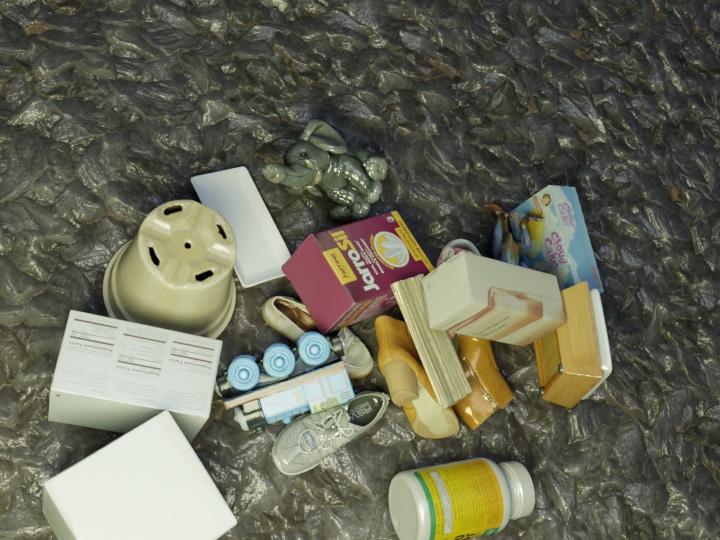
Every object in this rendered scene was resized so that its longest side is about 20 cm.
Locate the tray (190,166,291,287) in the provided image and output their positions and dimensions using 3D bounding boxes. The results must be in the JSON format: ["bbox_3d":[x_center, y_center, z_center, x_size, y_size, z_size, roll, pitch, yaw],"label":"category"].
[{"bbox_3d":[-0.188,-0.069,1.367,0.107,0.022,0.201,-18,74,-40],"label":"tray"}]

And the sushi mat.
[{"bbox_3d":[0.108,0.104,1.280,0.096,0.012,0.201,-17,84,-57],"label":"sushi mat"}]

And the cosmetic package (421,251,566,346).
[{"bbox_3d":[0.204,0.047,1.306,0.199,0.103,0.088,12,58,-33],"label":"cosmetic package"}]

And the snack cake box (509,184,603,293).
[{"bbox_3d":[0.340,-0.034,1.505,0.067,0.115,0.201,3,66,-30],"label":"snack cake box"}]

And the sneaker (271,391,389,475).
[{"bbox_3d":[-0.043,0.227,1.265,0.200,0.082,0.075,-30,81,-29],"label":"sneaker"}]

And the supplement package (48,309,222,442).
[{"bbox_3d":[-0.305,0.149,1.156,0.199,0.156,0.111,14,62,-15],"label":"supplement package"}]

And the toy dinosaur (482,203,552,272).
[{"bbox_3d":[0.269,-0.008,1.498,0.104,0.200,0.182,7,103,-7],"label":"toy dinosaur"}]

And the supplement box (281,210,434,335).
[{"bbox_3d":[0.000,0.000,1.338,0.200,0.103,0.131,-19,71,-44],"label":"supplement box"}]

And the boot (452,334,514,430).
[{"bbox_3d":[0.203,0.150,1.405,0.144,0.071,0.201,45,67,2],"label":"boot"}]

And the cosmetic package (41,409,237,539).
[{"bbox_3d":[-0.282,0.305,1.071,0.166,0.200,0.168,-30,81,-29],"label":"cosmetic package"}]

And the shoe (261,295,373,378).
[{"bbox_3d":[-0.063,0.101,1.329,0.199,0.053,0.070,32,60,-5],"label":"shoe"}]

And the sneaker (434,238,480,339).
[{"bbox_3d":[0.143,0.025,1.382,0.075,0.105,0.201,23,42,0],"label":"sneaker"}]

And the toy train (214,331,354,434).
[{"bbox_3d":[-0.107,0.162,1.244,0.199,0.087,0.115,-19,90,-6],"label":"toy train"}]

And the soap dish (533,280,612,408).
[{"bbox_3d":[0.339,0.126,1.401,0.081,0.200,0.158,-3,68,-2],"label":"soap dish"}]

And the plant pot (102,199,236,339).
[{"bbox_3d":[-0.258,-0.002,1.226,0.199,0.184,0.201,8,65,-18],"label":"plant pot"}]

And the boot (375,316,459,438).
[{"bbox_3d":[0.087,0.161,1.316,0.201,0.071,0.145,47,25,-46],"label":"boot"}]

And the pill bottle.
[{"bbox_3d":[0.152,0.340,1.274,0.199,0.113,0.113,-5,69,-23],"label":"pill bottle"}]

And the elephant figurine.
[{"bbox_3d":[-0.065,-0.174,1.398,0.199,0.155,0.142,23,83,-20],"label":"elephant figurine"}]
